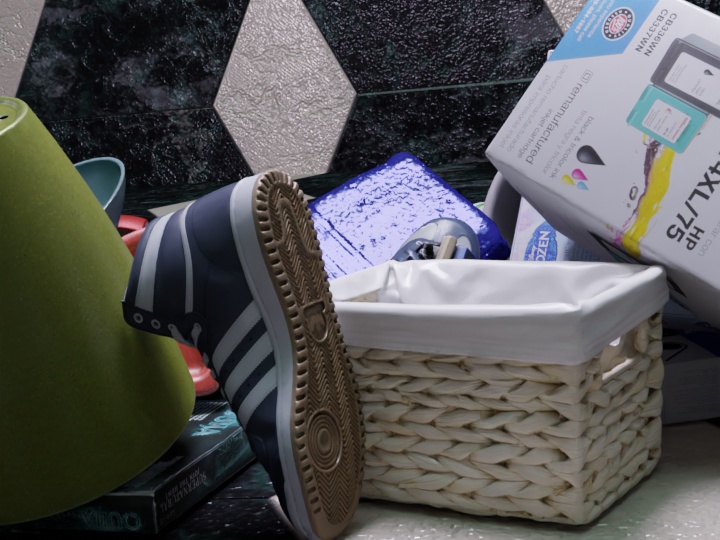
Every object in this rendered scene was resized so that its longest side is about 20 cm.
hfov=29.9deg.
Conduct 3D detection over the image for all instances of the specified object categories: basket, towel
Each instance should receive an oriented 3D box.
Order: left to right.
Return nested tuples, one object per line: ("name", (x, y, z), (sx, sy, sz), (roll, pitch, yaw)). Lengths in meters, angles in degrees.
("towel", (0.000, 0.000, 1.046), (0.199, 0.050, 0.148), (-33, 53, -18))
("basket", (0.070, 0.065, 0.791), (0.199, 0.125, 0.135), (0, 11, 34))

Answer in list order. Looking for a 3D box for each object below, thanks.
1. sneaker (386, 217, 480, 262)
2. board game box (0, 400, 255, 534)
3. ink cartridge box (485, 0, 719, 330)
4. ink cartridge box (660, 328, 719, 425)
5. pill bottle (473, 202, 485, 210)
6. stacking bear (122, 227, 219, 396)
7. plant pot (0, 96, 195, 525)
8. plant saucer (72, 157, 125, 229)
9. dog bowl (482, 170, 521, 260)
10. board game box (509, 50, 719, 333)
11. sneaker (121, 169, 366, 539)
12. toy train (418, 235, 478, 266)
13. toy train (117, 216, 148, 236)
("sneaker", (0.031, 0.022, 0.938), (0.070, 0.082, 0.201), (19, 54, 18))
("board game box", (-0.145, 0.121, 0.864), (0.134, 0.028, 0.200), (-2, 9, 19))
("ink cartridge box", (0.215, -0.062, 0.844), (0.199, 0.147, 0.146), (34, 0, 33))
("ink cartridge box", (0.217, 0.070, 0.925), (0.198, 0.045, 0.094), (-6, 11, -8))
("pill bottle", (0.168, 0.000, 1.168), (0.112, 0.114, 0.199), (-12, 11, -36))
("stacking bear", (-0.148, 0.045, 1.016), (0.113, 0.123, 0.200), (-1, -11, -2))
("plant pot", (-0.209, 0.010, 0.783), (0.185, 0.201, 0.188), (-9, 27, 5))
("plant saucer", (-0.249, -0.010, 0.991), (0.199, 0.036, 0.200), (-26, 26, 14))
("dog bowl", (0.181, -0.029, 1.044), (0.199, 0.202, 0.059), (1, -8, 33))
("board game box", (0.213, -0.060, 0.959), (0.198, 0.202, 0.041), (5, -15, 31))
("sneaker", (-0.067, 0.053, 0.753), (0.108, 0.202, 0.070), (-12, -1, 30))
("toy train", (0.095, 0.033, 0.949), (0.046, 0.034, 0.200), (8, -22, 36))
("toy train", (-0.188, -0.021, 1.095), (0.198, 0.046, 0.034), (11, 30, -2))
